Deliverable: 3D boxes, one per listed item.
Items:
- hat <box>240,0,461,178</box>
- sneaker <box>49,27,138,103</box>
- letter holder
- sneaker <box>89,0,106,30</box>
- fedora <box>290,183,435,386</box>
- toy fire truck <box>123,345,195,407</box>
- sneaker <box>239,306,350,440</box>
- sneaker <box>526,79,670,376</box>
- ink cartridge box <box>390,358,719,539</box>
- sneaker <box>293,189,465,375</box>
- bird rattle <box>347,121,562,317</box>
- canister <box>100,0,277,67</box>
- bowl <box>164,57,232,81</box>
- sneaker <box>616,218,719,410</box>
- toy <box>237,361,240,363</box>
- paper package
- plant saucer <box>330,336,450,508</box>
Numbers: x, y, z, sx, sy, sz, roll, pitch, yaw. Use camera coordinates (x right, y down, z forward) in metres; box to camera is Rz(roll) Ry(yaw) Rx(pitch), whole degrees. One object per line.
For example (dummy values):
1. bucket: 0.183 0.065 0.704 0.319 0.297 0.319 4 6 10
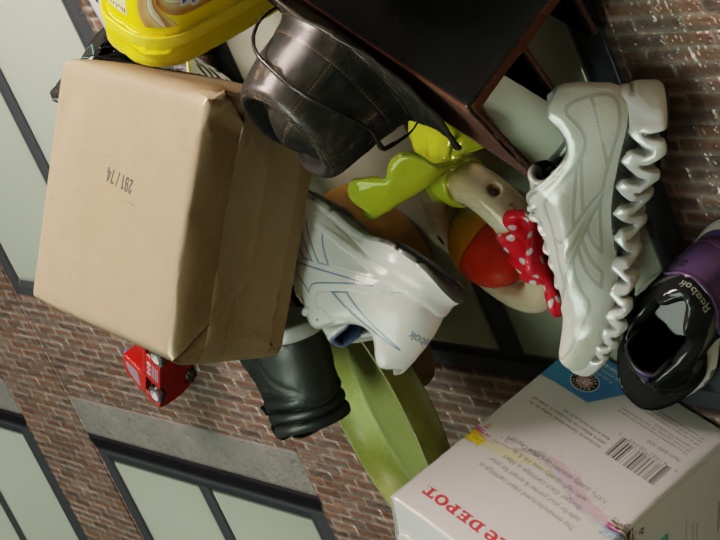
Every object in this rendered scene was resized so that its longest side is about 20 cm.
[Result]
1. hat: -0.024 -0.107 1.281 0.200 0.081 0.201 36 -179 0
2. sneaker: -0.209 -0.165 1.636 0.075 0.080 0.200 18 -176 -9
3. letter holder: 0.051 -0.163 1.281 0.200 0.101 0.142 37 178 30
4. sneaker: -0.166 -0.233 1.564 0.198 0.079 0.130 3 131 50
5. fedora: 0.000 0.000 1.554 0.200 0.082 0.201 35 152 21
6. toy fire truck: -0.225 0.033 1.970 0.141 0.049 0.201 42 150 23
7. sneaker: -0.067 0.077 1.535 0.200 0.070 0.100 -166 60 -69
8. sneaker: 0.140 -0.029 1.253 0.075 0.080 0.202 -88 4 -65
9. ink cartridge box: 0.143 0.186 1.410 0.146 0.199 0.147 33 145 35
10. sneaker: -0.020 0.000 1.403 0.199 0.088 0.074 33 -175 39
11. bird rattle: 0.101 -0.033 1.386 0.199 0.113 0.163 32 161 19
12. canister: -0.120 -0.262 1.386 0.086 0.148 0.201 36 145 33
13. bowl: -0.126 -0.078 1.617 0.201 0.093 0.203 -170 90 -72
14. sneaker: 0.193 0.044 1.297 0.076 0.087 0.200 45 151 15
15. toy: -0.054 0.048 1.705 0.198 0.047 0.116 16 142 19
16. paper package: -0.135 -0.045 1.418 0.199 0.103 0.193 19 102 49
17. plant saucer: 0.021 0.107 1.490 0.201 0.031 0.201 56 163 28
